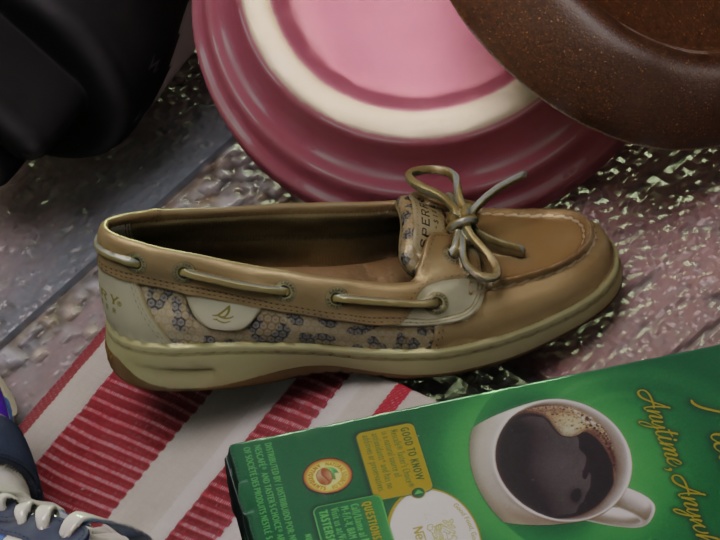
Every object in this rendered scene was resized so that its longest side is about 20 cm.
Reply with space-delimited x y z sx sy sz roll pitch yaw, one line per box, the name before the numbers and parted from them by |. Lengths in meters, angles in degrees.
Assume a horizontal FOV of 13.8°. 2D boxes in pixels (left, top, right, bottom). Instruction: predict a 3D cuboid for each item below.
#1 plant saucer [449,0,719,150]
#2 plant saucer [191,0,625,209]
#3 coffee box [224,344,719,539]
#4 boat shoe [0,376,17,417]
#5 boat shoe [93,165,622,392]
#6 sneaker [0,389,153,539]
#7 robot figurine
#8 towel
plant saucer | 0.108 -0.144 1.156 0.034 0.200 0.200 -36 27 50
plant saucer | 0.028 -0.116 1.197 0.200 0.051 0.201 -2 74 8
coffee box | 0.063 0.095 1.018 0.200 0.044 0.123 -12 44 -7
boat shoe | -0.222 0.042 1.227 0.200 0.072 0.068 21 100 32
boat shoe | 0.000 0.000 1.130 0.200 0.063 0.073 -9 30 -4
sneaker | -0.129 0.086 1.090 0.200 0.081 0.146 -18 60 29
robot figurine | -0.120 -0.128 1.285 0.150 0.125 0.200 13 53 30
towel | -0.054 0.087 1.130 0.200 0.023 0.144 23 64 40
